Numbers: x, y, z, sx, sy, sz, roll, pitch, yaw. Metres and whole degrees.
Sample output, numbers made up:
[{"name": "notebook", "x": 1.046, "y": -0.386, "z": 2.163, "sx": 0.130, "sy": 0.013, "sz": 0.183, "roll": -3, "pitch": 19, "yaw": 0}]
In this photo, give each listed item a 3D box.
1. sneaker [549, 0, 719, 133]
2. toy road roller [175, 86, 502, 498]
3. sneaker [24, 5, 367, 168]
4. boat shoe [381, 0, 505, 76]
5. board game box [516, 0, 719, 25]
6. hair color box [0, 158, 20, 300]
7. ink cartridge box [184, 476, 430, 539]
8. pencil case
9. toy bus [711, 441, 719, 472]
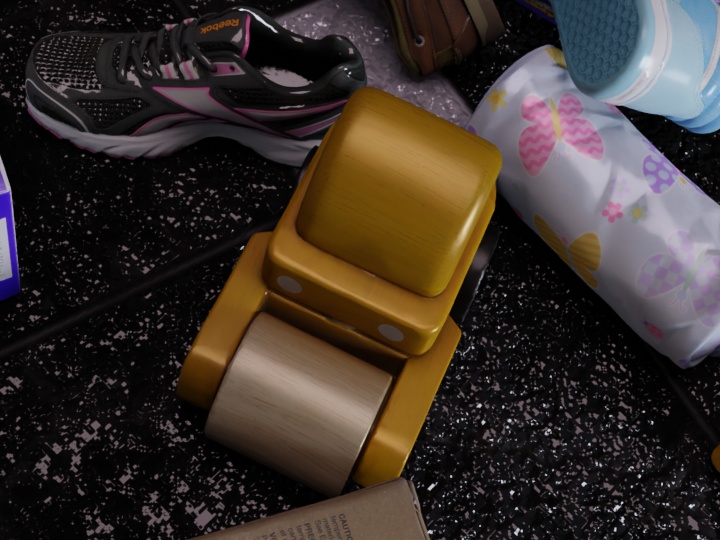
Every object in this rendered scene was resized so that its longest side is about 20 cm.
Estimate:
[{"name": "sneaker", "x": 0.175, "y": -0.162, "z": 0.887, "sx": 0.130, "sy": 0.079, "sz": 0.202, "roll": 20, "pitch": 51, "yaw": -31}, {"name": "toy road roller", "x": 0.000, "y": 0.000, "z": 0.767, "sx": 0.122, "sy": 0.146, "sz": 0.201, "roll": 25, "pitch": 59, "yaw": 3}, {"name": "sneaker", "x": -0.088, "y": -0.117, "z": 0.848, "sx": 0.198, "sy": 0.087, "sz": 0.081, "roll": 2, "pitch": 59, "yaw": -10}, {"name": "boat shoe", "x": 0.013, "y": -0.213, "z": 0.896, "sx": 0.068, "sy": 0.072, "sz": 0.201, "roll": -28, "pitch": 96, "yaw": 3}, {"name": "board game box", "x": 0.150, "y": -0.222, "z": 0.949, "sx": 0.199, "sy": 0.045, "sz": 0.135, "roll": 32, "pitch": 88, "yaw": 7}, {"name": "hair color box", "x": -0.237, "y": -0.089, "z": 0.788, "sx": 0.064, "sy": 0.110, "sz": 0.201, "roll": -14, "pitch": 65, "yaw": -17}, {"name": "ink cartridge box", "x": -0.026, "y": 0.216, "z": 0.684, "sx": 0.163, "sy": 0.075, "sz": 0.201, "roll": -11, "pitch": 64, "yaw": -19}, {"name": "pencil case", "x": 0.148, "y": -0.039, "z": 0.856, "sx": 0.091, "sy": 0.083, "sz": 0.200, "roll": -42, "pitch": 75, "yaw": -14}, {"name": "toy bus", "x": 0.291, "y": 0.132, "z": 0.803, "sx": 0.200, "sy": 0.065, "sz": 0.078, "roll": 39, "pitch": 61, "yaw": 10}]
